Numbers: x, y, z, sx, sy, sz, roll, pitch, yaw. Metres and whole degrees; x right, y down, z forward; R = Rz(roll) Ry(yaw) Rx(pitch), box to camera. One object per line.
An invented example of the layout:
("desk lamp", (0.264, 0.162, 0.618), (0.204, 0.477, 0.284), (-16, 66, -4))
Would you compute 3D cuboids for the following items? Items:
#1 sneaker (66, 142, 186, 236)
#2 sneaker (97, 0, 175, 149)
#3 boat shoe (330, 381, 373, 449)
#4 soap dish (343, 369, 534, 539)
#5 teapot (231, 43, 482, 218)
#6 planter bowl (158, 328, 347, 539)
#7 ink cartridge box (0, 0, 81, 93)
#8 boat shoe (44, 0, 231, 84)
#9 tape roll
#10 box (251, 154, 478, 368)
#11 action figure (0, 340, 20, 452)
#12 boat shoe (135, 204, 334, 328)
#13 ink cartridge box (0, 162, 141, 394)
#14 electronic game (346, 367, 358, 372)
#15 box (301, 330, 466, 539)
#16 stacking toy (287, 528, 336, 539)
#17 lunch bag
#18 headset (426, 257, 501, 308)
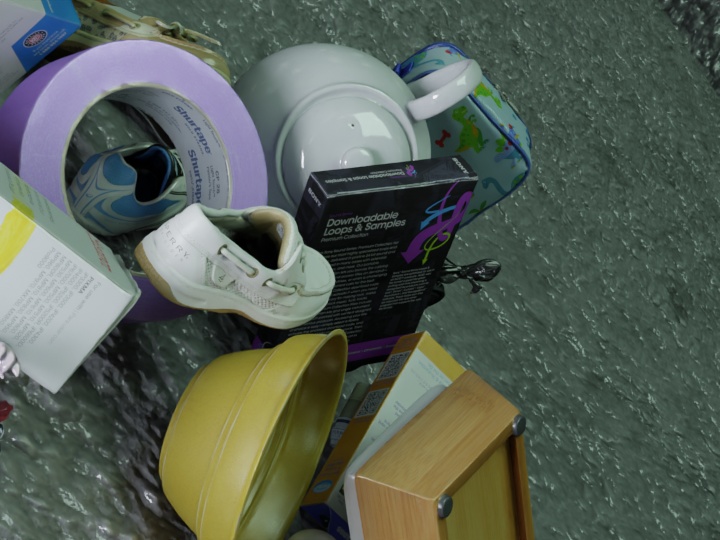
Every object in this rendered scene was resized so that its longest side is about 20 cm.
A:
("sneaker", (-0.158, -0.071, 1.415), (0.072, 0.072, 0.200), (56, 24, 5))
("sneaker", (-0.163, -0.167, 1.520), (0.200, 0.073, 0.085), (39, 32, -27))
("boat shoe", (0.060, 0.154, 1.500), (0.200, 0.072, 0.062), (30, 77, -40))
("soap dish", (0.067, 0.199, 1.328), (0.157, 0.081, 0.200), (-38, 128, -46))
("teapot", (-0.019, -0.093, 1.431), (0.197, 0.200, 0.146), (12, 1, -20))
("planter bowl", (-0.085, 0.120, 1.239), (0.083, 0.201, 0.200), (21, 23, 11))
("ink cartridge box", (-0.309, -0.185, 1.236), (0.200, 0.116, 0.067), (11, 50, -57))
("boat shoe", (-0.181, -0.182, 1.385), (0.200, 0.063, 0.073), (18, -14, 27))
("tape roll", (-0.167, -0.062, 1.273), (0.200, 0.066, 0.200), (4, 84, -36))
("box", (0.000, 0.000, 1.405), (0.143, 0.200, 0.036), (-9, 47, -33))
("action figure", (-0.276, 0.086, 1.024), (0.149, 0.134, 0.200), (18, -2, 22))
("boat shoe", (-0.067, -0.009, 1.214), (0.071, 0.069, 0.200), (53, 21, 21))
("ink cartridge box", (-0.246, -0.026, 1.108), (0.200, 0.083, 0.145), (39, 1, -18))
("electronic game", (-0.054, 0.000, 1.543), (0.200, 0.042, 0.200), (41, 28, -27))
("box", (0.036, 0.162, 1.423), (0.119, 0.041, 0.200), (45, 60, -21))
("stacking toy", (-0.025, 0.248, 1.236), (0.146, 0.146, 0.200), (41, 9, -27))
("lunch bag", (0.051, -0.110, 1.677), (0.161, 0.200, 0.082), (45, 26, -19))
("headset", (0.053, -0.018, 1.564), (0.200, 0.094, 0.124), (-139, -135, -72))
